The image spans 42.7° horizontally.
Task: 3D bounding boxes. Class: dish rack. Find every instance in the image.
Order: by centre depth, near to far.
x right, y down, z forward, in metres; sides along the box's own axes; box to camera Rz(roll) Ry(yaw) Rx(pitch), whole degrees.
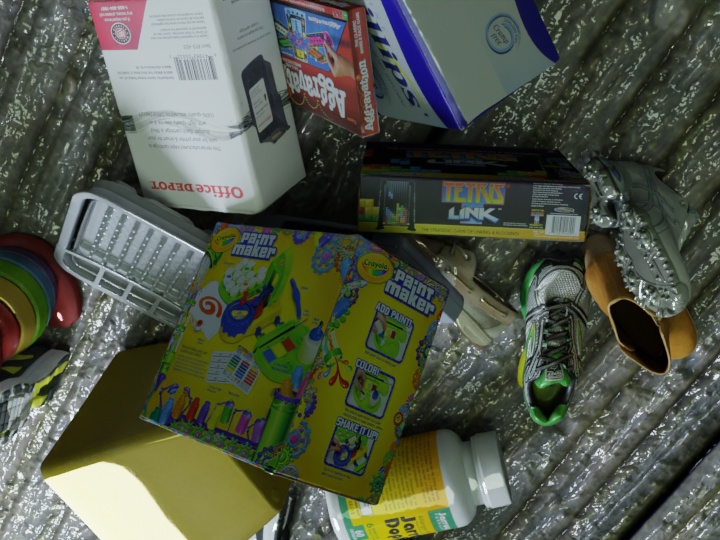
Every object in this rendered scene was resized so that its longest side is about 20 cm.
[{"bbox_3d":[-0.216,-0.017,0.937,0.171,0.044,0.200,30,150,-11],"label":"dish rack"}]

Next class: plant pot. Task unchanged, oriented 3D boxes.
[{"bbox_3d":[-0.172,0.188,0.977,0.176,0.200,0.200,-23,114,25],"label":"plant pot"}]

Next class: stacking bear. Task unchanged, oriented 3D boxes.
[{"bbox_3d":[-0.375,0.050,0.931,0.121,0.200,0.114,2,115,2],"label":"stacking bear"}]

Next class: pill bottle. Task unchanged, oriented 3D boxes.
[{"bbox_3d":[0.067,0.246,1.062,0.200,0.113,0.113,-14,116,9],"label":"pill bottle"}]

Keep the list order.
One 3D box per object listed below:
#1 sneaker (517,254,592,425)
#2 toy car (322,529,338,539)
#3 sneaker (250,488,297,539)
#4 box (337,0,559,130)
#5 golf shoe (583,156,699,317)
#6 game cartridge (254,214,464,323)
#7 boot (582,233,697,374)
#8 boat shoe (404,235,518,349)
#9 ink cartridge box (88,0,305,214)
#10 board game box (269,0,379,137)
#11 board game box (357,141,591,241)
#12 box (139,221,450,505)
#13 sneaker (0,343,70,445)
[{"bbox_3d":[0.212,0.076,0.984,0.078,0.085,0.200,-1,116,3],"label":"sneaker"},{"bbox_3d":[0.011,0.425,1.149,0.150,0.175,0.200,10,124,-44],"label":"toy car"},{"bbox_3d":[-0.151,0.327,1.149,0.115,0.076,0.201,20,122,11],"label":"sneaker"},{"bbox_3d":[0.039,-0.227,0.762,0.105,0.200,0.184,-36,113,-10],"label":"box"},{"bbox_3d":[0.280,-0.041,0.862,0.097,0.200,0.078,-5,135,-8],"label":"golf shoe"},{"bbox_3d":[0.000,0.000,0.905,0.200,0.041,0.133,11,154,43],"label":"game cartridge"},{"bbox_3d":[0.293,0.063,0.936,0.071,0.144,0.201,-35,116,22],"label":"boot"},{"bbox_3d":[0.090,-0.003,0.961,0.065,0.072,0.200,-39,112,10],"label":"boat shoe"},{"bbox_3d":[-0.147,-0.163,0.851,0.145,0.084,0.200,7,121,31],"label":"ink cartridge box"},{"bbox_3d":[-0.045,-0.189,0.806,0.019,0.200,0.103,-21,120,-22],"label":"board game box"},{"bbox_3d":[0.100,-0.078,0.863,0.200,0.165,0.057,3,109,1],"label":"board game box"},{"bbox_3d":[-0.060,0.072,0.794,0.122,0.200,0.193,29,76,-40],"label":"box"},{"bbox_3d":[-0.388,0.126,0.979,0.084,0.200,0.075,21,102,3],"label":"sneaker"}]
